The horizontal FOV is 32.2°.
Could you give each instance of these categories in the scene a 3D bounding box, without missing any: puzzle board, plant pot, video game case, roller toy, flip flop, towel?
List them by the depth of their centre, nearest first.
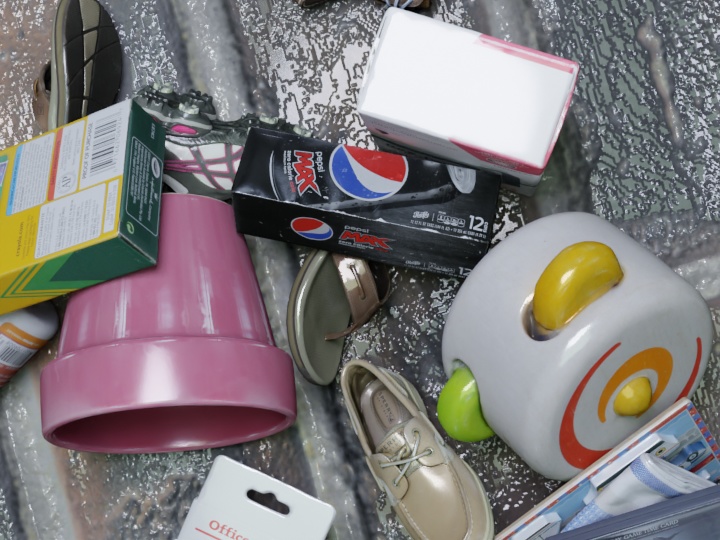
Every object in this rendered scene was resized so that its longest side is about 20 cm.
[{"bbox_3d":[0.169,0.059,0.947,0.140,0.182,0.200,44,124,42],"label":"roller toy"},{"bbox_3d":[0.227,0.257,0.970,0.143,0.019,0.200,-17,127,0],"label":"video game case"},{"bbox_3d":[0.205,0.232,0.973,0.147,0.024,0.200,28,113,-31],"label":"towel"},{"bbox_3d":[0.196,0.191,0.980,0.200,0.151,0.017,-38,52,5],"label":"puzzle board"},{"bbox_3d":[-0.155,0.042,1.003,0.200,0.200,0.179,-7,72,5],"label":"plant pot"},{"bbox_3d":[0.000,0.000,1.023,0.058,0.081,0.200,17,75,34],"label":"flip flop"},{"bbox_3d":[-0.250,-0.137,1.064,0.058,0.081,0.200,5,94,25],"label":"flip flop"}]

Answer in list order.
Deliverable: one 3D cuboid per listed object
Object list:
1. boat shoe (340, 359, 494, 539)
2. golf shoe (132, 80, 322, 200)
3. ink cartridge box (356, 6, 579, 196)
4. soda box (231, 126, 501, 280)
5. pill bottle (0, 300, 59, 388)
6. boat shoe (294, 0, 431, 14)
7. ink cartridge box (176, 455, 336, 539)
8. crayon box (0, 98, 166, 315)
[{"bbox_3d":[0.037,0.148,0.979,0.072,0.065,0.200,-40,45,11],"label":"boat shoe"},{"bbox_3d":[-0.106,-0.092,1.060,0.200,0.077,0.088,19,113,6],"label":"golf shoe"},{"bbox_3d":[0.083,-0.124,0.967,0.146,0.200,0.085,18,91,6],"label":"ink cartridge box"},{"bbox_3d":[0.004,-0.051,0.968,0.200,0.071,0.063,11,63,4],"label":"soda box"},{"bbox_3d":[-0.361,0.078,1.051,0.200,0.112,0.112,-44,85,3],"label":"pill bottle"},{"bbox_3d":[0.037,-0.252,1.039,0.200,0.072,0.072,-20,88,5],"label":"boat shoe"},{"bbox_3d":[-0.103,0.262,1.043,0.116,0.067,0.200,24,92,6],"label":"ink cartridge box"},{"bbox_3d":[-0.247,-0.041,0.965,0.200,0.052,0.126,-16,55,23],"label":"crayon box"}]
